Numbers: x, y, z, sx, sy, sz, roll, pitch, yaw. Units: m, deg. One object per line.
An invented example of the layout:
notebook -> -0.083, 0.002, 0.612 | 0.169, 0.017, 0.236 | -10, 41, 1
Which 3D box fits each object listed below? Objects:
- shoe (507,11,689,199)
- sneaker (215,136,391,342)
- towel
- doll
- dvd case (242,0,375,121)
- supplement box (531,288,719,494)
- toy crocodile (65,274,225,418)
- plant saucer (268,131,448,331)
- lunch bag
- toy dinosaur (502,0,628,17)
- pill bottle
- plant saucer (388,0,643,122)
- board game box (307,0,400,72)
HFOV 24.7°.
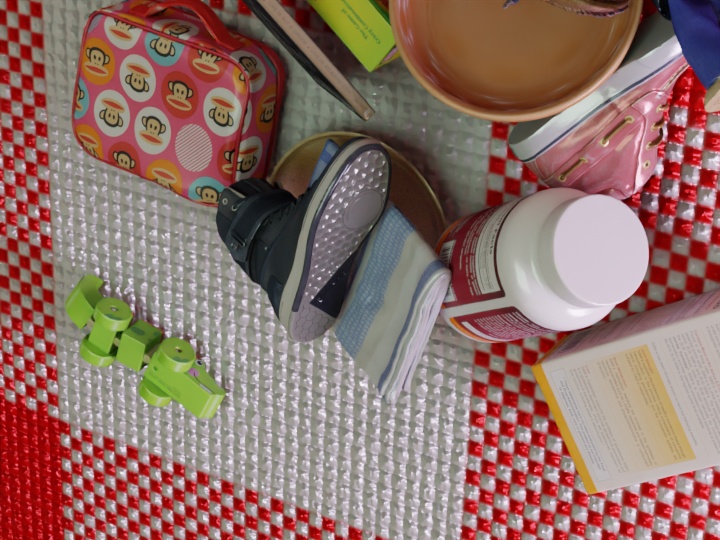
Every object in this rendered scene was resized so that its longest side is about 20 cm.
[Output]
shoe -> 0.219, -0.127, 1.303 | 0.200, 0.072, 0.091 | -37, 109, 27
sneaker -> -0.055, -0.060, 1.413 | 0.146, 0.077, 0.203 | 52, 132, 35
towel -> 0.000, 0.000, 1.425 | 0.200, 0.024, 0.147 | 50, 132, 38
doll -> 0.239, -0.211, 1.211 | 0.049, 0.136, 0.201 | 109, 144, -57
dvd case -> -0.074, -0.214, 1.370 | 0.016, 0.149, 0.200 | -44, 116, 1
supplement box -> 0.259, 0.097, 1.362 | 0.199, 0.073, 0.127 | -19, 99, 37
toy crocodile -> -0.221, 0.079, 1.678 | 0.200, 0.062, 0.068 | 33, 124, 11
plant saucer -> 0.003, -0.034, 1.495 | 0.199, 0.035, 0.201 | 13, 117, 28
lunch bag -> -0.170, -0.168, 1.520 | 0.199, 0.082, 0.177 | 25, 121, 23
toy dinosaur -> 0.067, -0.224, 1.251 | 0.200, 0.105, 0.181 | 39, 161, -33
pill bottle -> 0.143, -0.004, 1.322 | 0.113, 0.113, 0.200 | 63, 157, -5
plant saucer -> 0.122, -0.211, 1.291 | 0.199, 0.037, 0.201 | -3, 79, 14
board game box -> -0.019, -0.266, 1.369 | 0.200, 0.102, 0.048 | 49, 130, 5
